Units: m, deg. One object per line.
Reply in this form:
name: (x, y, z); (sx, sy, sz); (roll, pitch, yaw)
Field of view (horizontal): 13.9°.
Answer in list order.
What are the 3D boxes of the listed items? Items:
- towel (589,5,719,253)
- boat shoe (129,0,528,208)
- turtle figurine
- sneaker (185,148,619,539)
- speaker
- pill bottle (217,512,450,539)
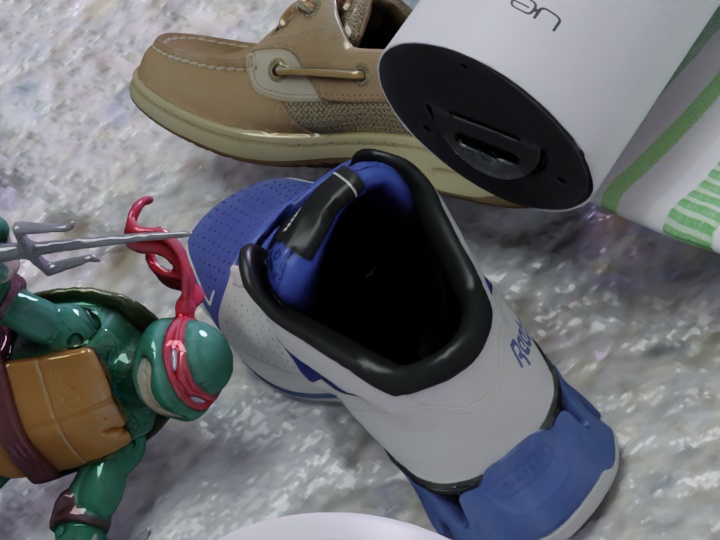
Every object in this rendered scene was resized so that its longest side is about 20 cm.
towel: (0.158, -0.061, 0.913); (0.153, 0.023, 0.200); (-47, 40, -14)
boat shoe: (0.002, -0.070, 1.050); (0.200, 0.065, 0.071); (13, 18, 35)
turtle figurine: (-0.114, 0.051, 0.989); (0.200, 0.150, 0.101); (-17, 5, 26)
sneaker: (0.000, 0.000, 0.954); (0.081, 0.115, 0.199); (-39, 38, -9)
speaker: (0.089, -0.116, 0.945); (0.081, 0.081, 0.200); (15, 61, 43)
pill bottle: (-0.009, 0.173, 0.779); (0.114, 0.114, 0.200); (-18, 41, 18)
